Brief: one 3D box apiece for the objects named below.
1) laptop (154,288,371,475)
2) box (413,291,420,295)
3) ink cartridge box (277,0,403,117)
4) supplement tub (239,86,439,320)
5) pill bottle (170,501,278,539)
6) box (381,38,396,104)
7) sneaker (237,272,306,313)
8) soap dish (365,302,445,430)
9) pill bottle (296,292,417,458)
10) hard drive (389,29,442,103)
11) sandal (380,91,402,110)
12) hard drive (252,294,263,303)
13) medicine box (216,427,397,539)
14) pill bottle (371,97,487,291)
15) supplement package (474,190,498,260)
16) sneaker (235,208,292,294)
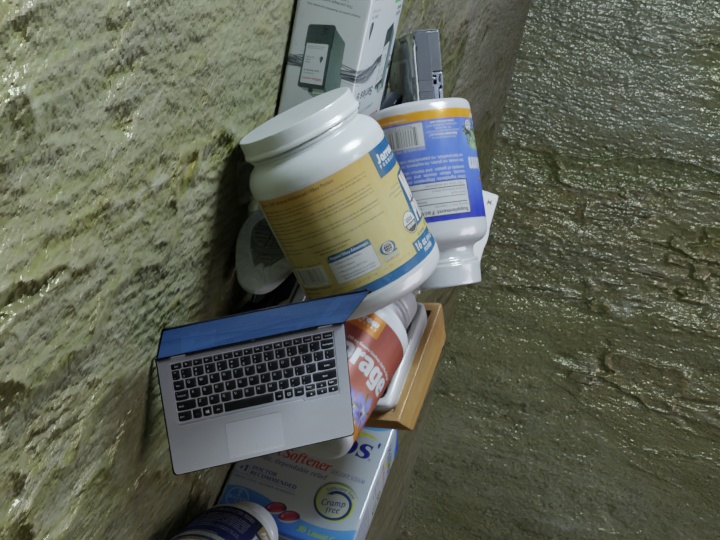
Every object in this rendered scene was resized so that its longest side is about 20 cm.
[{"bbox_3d":[-0.087,0.107,1.089,0.116,0.187,0.201,-133,-145,-64],"label":"laptop"},{"bbox_3d":[0.007,-0.067,1.391,0.078,0.095,0.201,-145,-135,-69],"label":"box"},{"bbox_3d":[-0.018,-0.246,1.282,0.146,0.084,0.201,-49,153,-65],"label":"ink cartridge box"},{"bbox_3d":[-0.022,-0.066,1.177,0.200,0.144,0.145,63,27,-16],"label":"supplement tub"},{"bbox_3d":[-0.161,0.332,1.342,0.200,0.111,0.111,-27,133,-75],"label":"pill bottle"},{"bbox_3d":[-0.011,-0.190,1.484,0.158,0.051,0.201,-49,153,-65],"label":"box"},{"bbox_3d":[-0.098,0.055,1.306,0.200,0.079,0.078,-65,164,-2],"label":"sneaker"},{"bbox_3d":[0.000,0.114,1.412,0.081,0.200,0.158,47,54,-40],"label":"soap dish"},{"bbox_3d":[-0.018,0.096,1.283,0.200,0.112,0.112,-57,162,-34],"label":"pill bottle"},{"bbox_3d":[0.072,-0.242,1.564,0.200,0.038,0.140,-140,-136,-79],"label":"hard drive"},{"bbox_3d":[0.031,-0.134,1.530,0.076,0.043,0.201,-47,151,-69],"label":"sandal"},{"bbox_3d":[-0.095,0.035,1.432,0.140,0.038,0.201,64,44,-74],"label":"hard drive"},{"bbox_3d":[-0.066,0.271,1.538,0.103,0.182,0.200,88,21,-59],"label":"medicine box"},{"bbox_3d":[0.079,-0.081,1.291,0.112,0.112,0.201,-11,92,-78],"label":"pill bottle"},{"bbox_3d":[0.072,-0.075,1.619,0.119,0.200,0.122,13,95,-35],"label":"supplement package"},{"bbox_3d":[-0.080,-0.043,1.303,0.099,0.078,0.200,99,14,-56],"label":"sneaker"}]
